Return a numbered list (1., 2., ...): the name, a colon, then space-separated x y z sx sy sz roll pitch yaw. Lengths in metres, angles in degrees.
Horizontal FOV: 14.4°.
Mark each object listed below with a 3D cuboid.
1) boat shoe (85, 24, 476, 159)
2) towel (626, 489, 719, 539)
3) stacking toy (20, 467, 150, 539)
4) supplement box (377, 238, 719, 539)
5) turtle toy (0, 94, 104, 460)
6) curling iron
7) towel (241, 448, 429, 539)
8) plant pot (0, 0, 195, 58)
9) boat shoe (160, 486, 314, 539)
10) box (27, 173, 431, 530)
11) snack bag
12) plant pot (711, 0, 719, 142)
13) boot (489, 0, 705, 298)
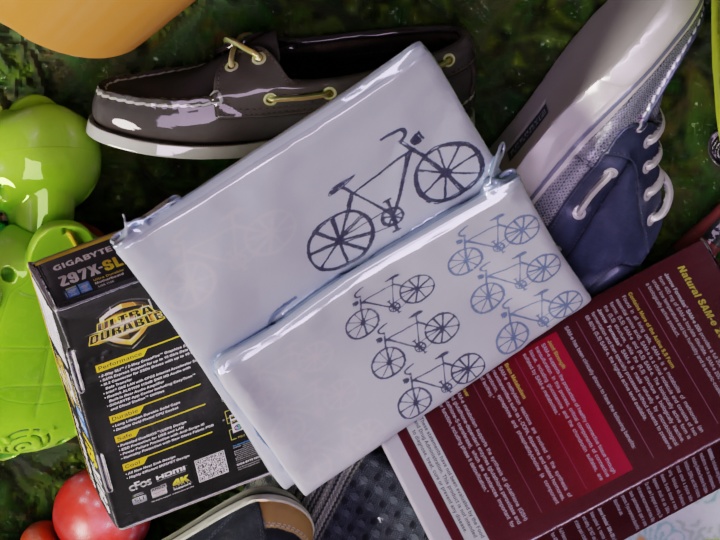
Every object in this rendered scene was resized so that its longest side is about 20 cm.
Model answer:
1. boat shoe: -0.041 -0.096 1.466 0.201 0.072 0.061 -2 116 -6
2. towel: 0.217 0.140 1.569 0.171 0.048 0.200 33 110 -12
3. stacking toy: -0.190 0.189 1.589 0.085 0.085 0.200 37 106 -13
4. supplement box: 0.119 0.082 1.478 0.200 0.109 0.061 -28 149 2
5. turtle toy: -0.174 0.009 1.496 0.146 0.101 0.200 1 116 -27
6. curling iron: 0.169 -0.017 1.518 0.050 0.026 0.200 38 116 9
7. towel: -0.009 0.200 1.551 0.193 0.035 0.200 34 102 24
8. plant pot: -0.110 -0.208 1.368 0.200 0.200 0.183 33 126 -11
9. boat shoe: -0.106 0.192 1.537 0.200 0.062 0.075 -35 129 18
10. box: -0.054 0.032 1.460 0.200 0.049 0.160 -21 131 -11
11. snack bag: 0.000 0.000 1.413 0.189 0.021 0.200 -33 128 -1
12. plant pot: 0.272 -0.122 1.341 0.200 0.199 0.182 24 119 -9
13. boot: 0.133 -0.065 1.479 0.090 0.073 0.200 31 119 -18
